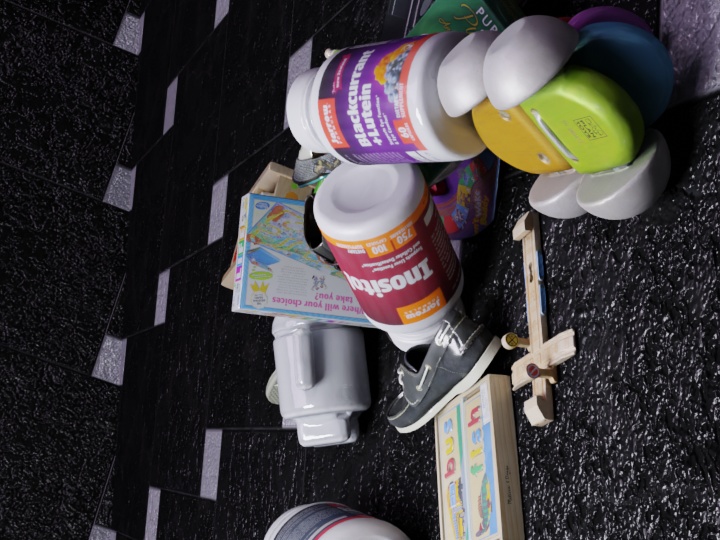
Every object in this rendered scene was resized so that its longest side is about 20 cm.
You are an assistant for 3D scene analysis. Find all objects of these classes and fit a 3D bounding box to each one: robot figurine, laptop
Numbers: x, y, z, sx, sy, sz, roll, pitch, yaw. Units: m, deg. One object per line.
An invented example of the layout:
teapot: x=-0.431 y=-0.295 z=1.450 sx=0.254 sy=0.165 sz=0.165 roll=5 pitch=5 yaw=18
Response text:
robot figurine: x=-0.048 y=0.113 z=1.518 sx=0.170 sy=0.112 sz=0.202 roll=35 pitch=-133 yaw=-76
laptop: x=0.053 y=-0.293 z=1.409 sx=0.200 sy=0.103 sz=0.179 roll=32 pitch=114 yaw=50

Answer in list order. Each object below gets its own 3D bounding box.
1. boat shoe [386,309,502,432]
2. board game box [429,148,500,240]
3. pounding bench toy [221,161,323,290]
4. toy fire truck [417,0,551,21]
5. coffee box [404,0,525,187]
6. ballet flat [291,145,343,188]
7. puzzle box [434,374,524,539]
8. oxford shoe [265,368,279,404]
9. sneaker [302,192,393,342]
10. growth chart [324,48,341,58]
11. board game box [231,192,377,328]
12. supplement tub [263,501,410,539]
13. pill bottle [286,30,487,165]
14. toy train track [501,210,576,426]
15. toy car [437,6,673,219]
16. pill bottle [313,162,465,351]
boat shoe: x=0.071 y=0.102 z=1.257 sx=0.072 sy=0.067 sz=0.200 roll=-58 pitch=4 yaw=-36
board game box: x=0.074 y=-0.127 z=1.278 sx=0.157 sy=0.039 sz=0.202 roll=24 pitch=118 yaw=44
pounding bench toy: x=-0.088 y=-0.047 z=1.641 sx=0.200 sy=0.123 sz=0.157 roll=136 pitch=151 yaw=-60
toy fire truck: x=0.134 y=-0.340 z=1.222 sx=0.176 sy=0.128 sz=0.201 roll=-46 pitch=23 yaw=53
coffee box: x=0.088 y=-0.180 z=1.180 sx=0.123 sy=0.044 sz=0.200 roll=55 pitch=138 yaw=11
ballet flat: x=-0.030 y=-0.140 z=1.433 sx=0.200 sy=0.071 sz=0.073 roll=-1 pitch=82 yaw=62
puzzle box: x=0.112 y=0.215 z=1.192 sx=0.133 sy=0.025 sz=0.202 roll=131 pitch=141 yaw=-58
oxford shoe: x=-0.070 y=0.106 z=1.663 sx=0.201 sy=0.075 sz=0.058 roll=-59 pitch=36 yaw=34
sneaker: x=0.000 y=0.000 z=1.392 sx=0.075 sy=0.105 sz=0.202 roll=-18 pitch=88 yaw=60
growth chart: x=0.002 y=-0.166 z=1.461 sx=0.144 sy=0.018 sz=0.202 roll=-169 pitch=71 yaw=-67
board game box: x=-0.046 y=-0.009 z=1.451 sx=0.034 sy=0.198 sz=0.136 roll=163 pitch=113 yaw=-68
supplement tub: x=-0.026 y=0.331 z=1.363 sx=0.200 sy=0.139 sz=0.142 roll=174 pitch=103 yaw=-69
pill bottle: x=0.024 y=-0.153 z=1.138 sx=0.199 sy=0.111 sz=0.113 roll=2 pitch=85 yaw=49
toy train track: x=0.151 y=0.040 z=1.133 sx=0.115 sy=0.032 sz=0.202 roll=135 pitch=139 yaw=-59
toy car: x=0.174 y=-0.143 z=0.998 sx=0.150 sy=0.175 sz=0.200 roll=-48 pitch=16 yaw=-11
pill bottle: x=0.038 y=-0.012 z=1.237 sx=0.113 sy=0.112 sz=0.201 roll=-106 pitch=-9 yaw=-48
